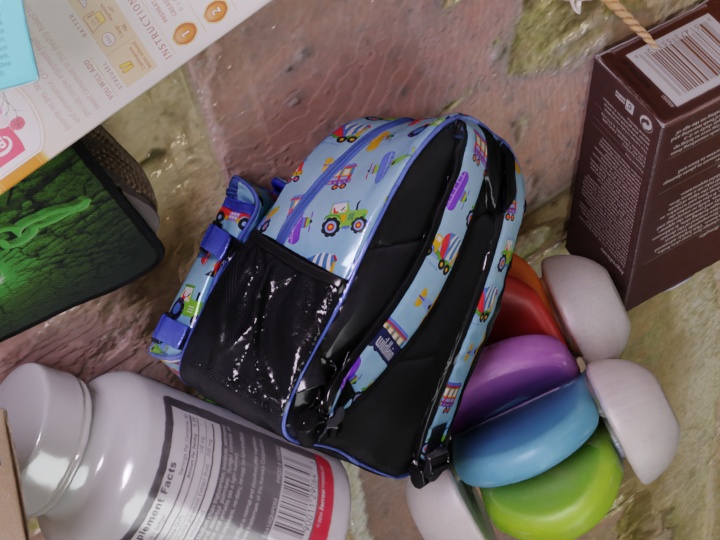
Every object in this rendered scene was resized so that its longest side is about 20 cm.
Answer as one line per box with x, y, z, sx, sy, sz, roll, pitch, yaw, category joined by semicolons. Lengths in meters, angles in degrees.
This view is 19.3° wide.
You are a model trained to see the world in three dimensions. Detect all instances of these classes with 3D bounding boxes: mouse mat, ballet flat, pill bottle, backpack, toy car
-0.207;0.002;1.027;0.200;0.008;0.161;-25;150;5;mouse mat
-0.154;-0.069;1.005;0.067;0.046;0.200;-27;147;10;ballet flat
-0.113;0.122;1.197;0.200;0.111;0.111;24;116;-31;pill bottle
0.000;0.000;1.176;0.183;0.134;0.200;28;87;-60;backpack
0.090;0.071;1.320;0.175;0.200;0.150;-25;147;7;toy car

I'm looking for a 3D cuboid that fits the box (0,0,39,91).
-0.161;-0.163;0.727;0.049;0.082;0.200;-16;118;-17;box

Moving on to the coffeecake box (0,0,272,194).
-0.118;-0.149;0.861;0.200;0.073;0.154;-36;137;-4;coffeecake box

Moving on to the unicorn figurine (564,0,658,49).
0.080;-0.191;1.074;0.200;0.074;0.137;-1;137;-25;unicorn figurine

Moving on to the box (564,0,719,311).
0.199;-0.072;1.364;0.100;0.075;0.200;-27;148;-20;box

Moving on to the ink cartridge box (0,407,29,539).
-0.282;0.118;0.990;0.200;0.075;0.165;-16;172;42;ink cartridge box

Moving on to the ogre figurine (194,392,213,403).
-0.092;0.159;1.340;0.120;0.098;0.200;-41;165;-19;ogre figurine
